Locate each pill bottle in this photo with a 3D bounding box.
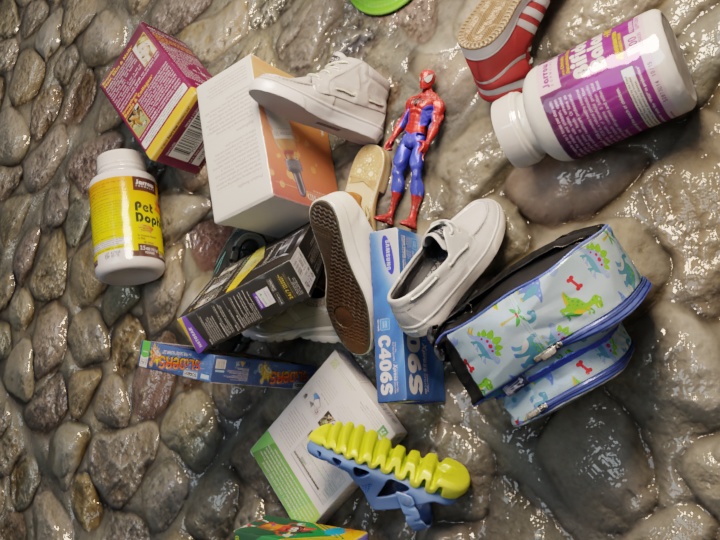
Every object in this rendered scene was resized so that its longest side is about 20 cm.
[{"bbox_3d":[0.246,-0.186,0.900,0.198,0.112,0.114,-22,70,30],"label":"pill bottle"},{"bbox_3d":[-0.373,-0.085,1.328,0.108,0.109,0.203,-20,72,31],"label":"pill bottle"}]

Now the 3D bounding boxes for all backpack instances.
[{"bbox_3d":[0.199,0.052,0.857,0.199,0.183,0.148,-38,85,26],"label":"backpack"}]

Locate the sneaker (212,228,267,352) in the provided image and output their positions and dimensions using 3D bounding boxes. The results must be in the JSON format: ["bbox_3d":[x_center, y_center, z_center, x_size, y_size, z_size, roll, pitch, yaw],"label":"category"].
[{"bbox_3d":[-0.182,0.032,1.208,0.079,0.075,0.202,37,111,62],"label":"sneaker"}]

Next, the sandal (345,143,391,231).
[{"bbox_3d":[-0.016,-0.065,1.093,0.077,0.069,0.215,11,89,36],"label":"sandal"}]

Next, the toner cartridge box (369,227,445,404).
[{"bbox_3d":[0.057,0.057,1.005,0.043,0.095,0.203,-10,77,32],"label":"toner cartridge box"}]

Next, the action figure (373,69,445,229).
[{"bbox_3d":[0.066,-0.158,1.066,0.065,0.051,0.203,12,87,40],"label":"action figure"}]

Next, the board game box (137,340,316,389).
[{"bbox_3d":[-0.170,0.125,1.091,0.134,0.199,0.035,6,84,36],"label":"board game box"}]

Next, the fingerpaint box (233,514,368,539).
[{"bbox_3d":[-0.070,0.420,1.026,0.165,0.073,0.203,-2,92,35],"label":"fingerpaint box"}]

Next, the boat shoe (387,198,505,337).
[{"bbox_3d":[0.096,-0.019,0.956,0.200,0.069,0.072,-49,37,-18],"label":"boat shoe"}]

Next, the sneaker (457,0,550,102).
[{"bbox_3d":[0.192,-0.290,0.994,0.071,0.113,0.200,27,68,37],"label":"sneaker"}]

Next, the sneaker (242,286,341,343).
[{"bbox_3d":[-0.086,0.050,1.117,0.197,0.075,0.083,-2,98,24],"label":"sneaker"}]

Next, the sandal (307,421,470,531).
[{"bbox_3d":[0.025,0.245,0.985,0.198,0.079,0.088,21,108,14],"label":"sandal"}]

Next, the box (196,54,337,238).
[{"bbox_3d":[-0.123,-0.160,1.135,0.105,0.152,0.203,-21,71,31],"label":"box"}]

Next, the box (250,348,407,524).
[{"bbox_3d":[-0.046,0.224,1.088,0.200,0.036,0.145,-49,58,17],"label":"box"}]

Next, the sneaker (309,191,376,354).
[{"bbox_3d":[0.000,0.000,1.028,0.072,0.084,0.203,1,108,38],"label":"sneaker"}]

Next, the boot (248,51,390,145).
[{"bbox_3d":[-0.048,-0.236,1.074,0.073,0.198,0.097,4,80,53],"label":"boot"}]

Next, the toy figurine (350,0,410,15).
[{"bbox_3d":[-0.023,-0.458,1.095,0.150,0.183,0.201,-46,59,20],"label":"toy figurine"}]

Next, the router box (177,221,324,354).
[{"bbox_3d":[-0.127,0.016,1.048,0.156,0.200,0.053,-27,103,12],"label":"router box"}]

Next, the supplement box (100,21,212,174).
[{"bbox_3d":[-0.302,-0.270,1.312,0.131,0.103,0.201,-49,59,19],"label":"supplement box"}]
